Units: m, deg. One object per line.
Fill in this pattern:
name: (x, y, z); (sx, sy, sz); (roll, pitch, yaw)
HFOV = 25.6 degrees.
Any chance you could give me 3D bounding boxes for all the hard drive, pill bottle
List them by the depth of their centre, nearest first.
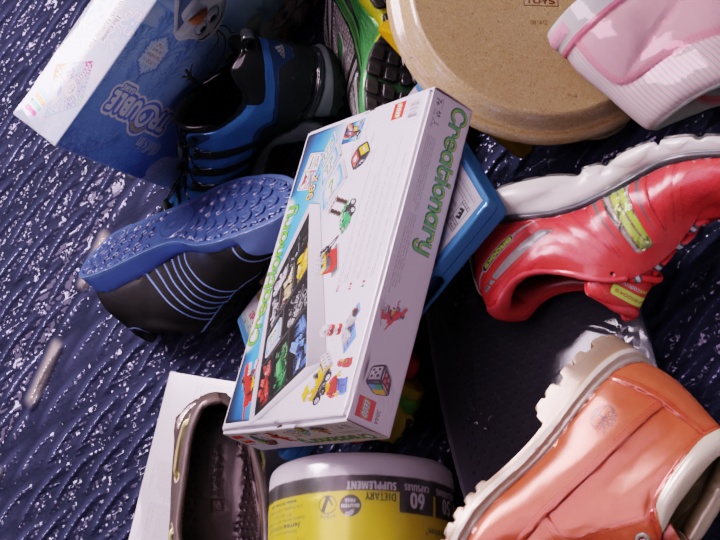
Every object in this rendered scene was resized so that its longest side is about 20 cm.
pill bottle: (0.001, 0.212, 0.903); (0.111, 0.111, 0.201); (-11, 68, 29)
hard drive: (0.114, 0.073, 0.920); (0.135, 0.042, 0.201); (-25, 61, 23)

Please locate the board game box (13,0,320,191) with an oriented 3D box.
board game box: (-0.113, -0.155, 1.051); (0.043, 0.200, 0.199); (38, 96, 17)

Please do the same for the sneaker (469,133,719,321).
sneaker: (0.154, -0.016, 0.872); (0.199, 0.077, 0.085); (-17, 67, 29)

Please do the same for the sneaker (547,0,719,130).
sneaker: (0.215, -0.158, 0.917); (0.200, 0.075, 0.105); (-38, 80, -8)

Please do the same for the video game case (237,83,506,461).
video game case: (0.000, 0.000, 0.950); (0.200, 0.018, 0.143); (-51, 33, 19)

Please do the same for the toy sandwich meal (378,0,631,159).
toy sandwich meal: (0.100, -0.164, 0.983); (0.204, 0.070, 0.206); (1, 74, -5)

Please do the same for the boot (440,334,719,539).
boot: (0.113, 0.141, 0.822); (0.107, 0.075, 0.200); (36, 93, 38)

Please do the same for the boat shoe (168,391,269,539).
boat shoe: (-0.083, 0.173, 0.948); (0.072, 0.060, 0.201); (-2, 79, -3)

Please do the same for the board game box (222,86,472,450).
board game box: (-0.009, 0.001, 0.908); (0.126, 0.035, 0.201); (-13, 56, 53)

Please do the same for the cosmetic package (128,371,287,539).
cosmetic package: (-0.102, 0.171, 1.021); (0.082, 0.051, 0.201); (6, 77, 34)

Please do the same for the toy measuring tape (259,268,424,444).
toy measuring tape: (-0.008, 0.055, 1.008); (0.074, 0.073, 0.200); (-51, 32, 8)

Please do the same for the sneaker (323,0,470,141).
sneaker: (0.020, -0.137, 1.050); (0.085, 0.078, 0.201); (144, 123, -62)

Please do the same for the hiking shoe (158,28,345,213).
hiking shoe: (-0.097, -0.088, 1.065); (0.200, 0.086, 0.075); (-49, 41, 33)

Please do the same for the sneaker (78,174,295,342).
sneaker: (-0.096, -0.004, 1.050); (0.200, 0.078, 0.070); (-15, 35, 40)
